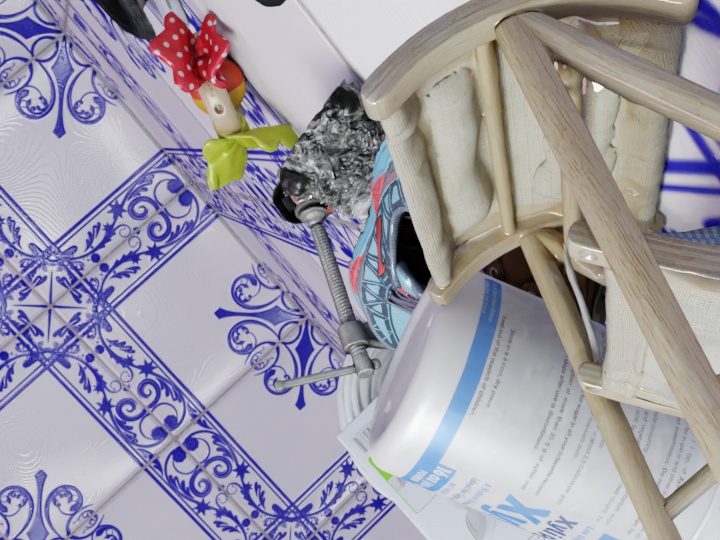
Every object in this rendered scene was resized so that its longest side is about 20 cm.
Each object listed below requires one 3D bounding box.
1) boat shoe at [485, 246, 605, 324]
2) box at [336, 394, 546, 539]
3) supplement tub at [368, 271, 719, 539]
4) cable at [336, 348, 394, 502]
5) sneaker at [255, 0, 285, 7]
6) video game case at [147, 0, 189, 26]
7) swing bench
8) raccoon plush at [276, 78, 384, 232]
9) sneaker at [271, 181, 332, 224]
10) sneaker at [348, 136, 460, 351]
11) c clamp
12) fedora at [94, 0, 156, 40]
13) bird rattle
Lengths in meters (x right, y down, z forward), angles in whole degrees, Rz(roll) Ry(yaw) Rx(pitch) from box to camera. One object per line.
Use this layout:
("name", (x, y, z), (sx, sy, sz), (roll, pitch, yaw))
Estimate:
("boat shoe", (0.117, 0.007, 0.658), (0.072, 0.068, 0.200), (44, 170, 36))
("box", (0.115, 0.130, 0.784), (0.176, 0.200, 0.097), (44, 172, 18))
("supplement tub", (0.116, 0.091, 0.604), (0.199, 0.133, 0.132), (23, 172, -3))
("cable", (0.079, 0.113, 0.885), (0.200, 0.200, 0.069), (41, 167, 17))
("sneaker", (-0.124, -0.246, 0.674), (0.076, 0.088, 0.200), (37, 166, 52))
("video game case", (-0.279, -0.373, 1.120), (0.200, 0.023, 0.182), (46, 171, 18))
("swing bench", (0.118, -0.002, 0.429), (0.200, 0.129, 0.199), (50, 174, 25))
("raccoon plush", (0.019, -0.085, 0.829), (0.134, 0.097, 0.200), (35, -158, -4))
("sneaker", (-0.057, -0.087, 1.075), (0.075, 0.084, 0.200), (48, 172, -4))
("sneaker", (0.034, -0.002, 0.709), (0.096, 0.079, 0.201), (-96, 6, -47))
("c clamp", (0.000, 0.000, 0.833), (0.027, 0.169, 0.201), (107, 155, -53))
("fedora", (-0.219, -0.303, 0.888), (0.201, 0.092, 0.201), (47, 172, 9))
("bird rattle", (-0.164, -0.195, 1.108), (0.201, 0.112, 0.163), (56, -175, -31))
